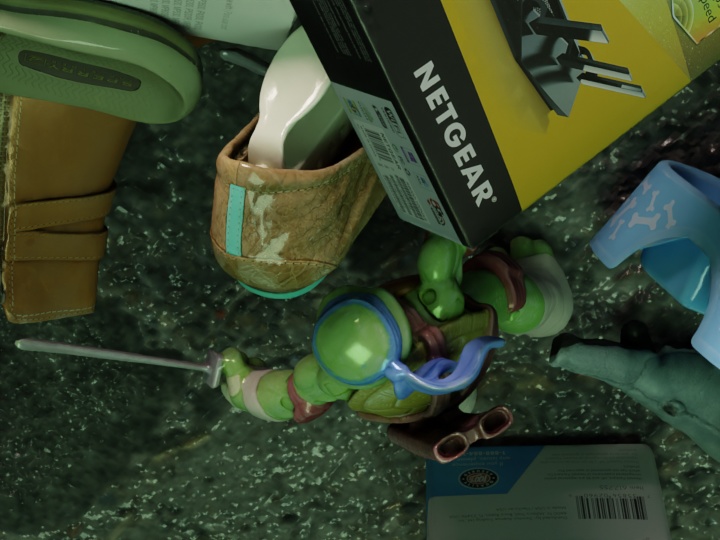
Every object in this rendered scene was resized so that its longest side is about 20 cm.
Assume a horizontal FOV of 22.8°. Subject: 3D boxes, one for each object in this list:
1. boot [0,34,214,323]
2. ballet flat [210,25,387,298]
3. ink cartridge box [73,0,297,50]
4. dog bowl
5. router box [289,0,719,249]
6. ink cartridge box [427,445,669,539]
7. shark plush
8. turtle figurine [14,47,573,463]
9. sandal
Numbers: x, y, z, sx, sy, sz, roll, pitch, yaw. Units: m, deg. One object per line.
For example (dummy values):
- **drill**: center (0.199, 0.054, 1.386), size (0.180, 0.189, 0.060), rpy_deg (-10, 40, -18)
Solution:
- **boot**: center (-0.114, -0.056, 0.736), size (0.200, 0.074, 0.155), rpy_deg (-6, 106, -10)
- **ballet flat**: center (0.002, -0.078, 0.668), size (0.068, 0.200, 0.072), rpy_deg (17, 141, 26)
- **ink cartridge box**: center (-0.108, -0.172, 0.644), size (0.200, 0.083, 0.147), rpy_deg (10, 80, -6)
- **dog bowl**: center (0.175, 0.010, 0.748), size (0.111, 0.200, 0.050), rpy_deg (20, 105, -25)
- **router box**: center (0.045, -0.133, 0.597), size (0.157, 0.052, 0.200), rpy_deg (-37, 120, -16)
- **ink cartridge box**: center (0.091, 0.172, 0.839), size (0.116, 0.200, 0.068), rpy_deg (-1, 124, 2)
- **shark plush**: center (0.186, 0.069, 0.847), size (0.200, 0.083, 0.091), rpy_deg (36, 117, -22)
- **turtle figurine**: center (0.000, 0.000, 0.766), size (0.200, 0.194, 0.144), rpy_deg (15, 89, 26)
- **sandal**: center (-0.157, -0.073, 0.640), size (0.201, 0.057, 0.080), rpy_deg (9, 166, -8)
